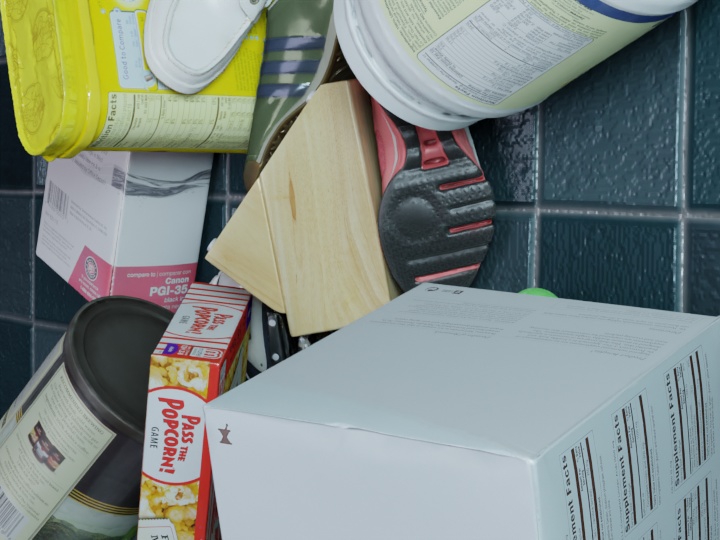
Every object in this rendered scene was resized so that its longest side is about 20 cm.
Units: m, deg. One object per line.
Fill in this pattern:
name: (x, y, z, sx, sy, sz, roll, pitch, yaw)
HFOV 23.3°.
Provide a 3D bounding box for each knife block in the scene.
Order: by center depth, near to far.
knife block: (0.000, 0.000, 1.125, 0.175, 0.064, 0.200, 35, 102, 3)

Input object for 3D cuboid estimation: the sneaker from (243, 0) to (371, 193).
sneaker: (-0.036, -0.145, 1.210, 0.090, 0.067, 0.200, 54, 128, 41)

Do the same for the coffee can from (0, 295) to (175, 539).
coffee can: (-0.210, 0.138, 1.373, 0.200, 0.146, 0.146, -49, 52, 31)

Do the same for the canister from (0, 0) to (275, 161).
canister: (-0.142, -0.153, 1.244, 0.087, 0.200, 0.149, -27, 69, 53)

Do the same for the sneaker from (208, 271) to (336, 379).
sneaker: (-0.035, 0.018, 1.207, 0.199, 0.079, 0.130, -52, 58, 34)

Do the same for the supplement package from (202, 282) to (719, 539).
supplement package: (0.062, 0.111, 0.887, 0.191, 0.200, 0.147, 6, 111, 36)

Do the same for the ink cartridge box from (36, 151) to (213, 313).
ink cartridge box: (-0.189, -0.081, 1.420, 0.146, 0.083, 0.200, 35, 120, 50)

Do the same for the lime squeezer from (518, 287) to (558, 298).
lime squeezer: (0.111, 0.043, 0.999, 0.200, 0.071, 0.038, 23, 125, 28)

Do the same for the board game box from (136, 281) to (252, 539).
board game box: (-0.111, 0.126, 1.148, 0.152, 0.046, 0.200, -75, -8, -72)

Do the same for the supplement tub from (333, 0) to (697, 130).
supplement tub: (0.088, -0.170, 0.953, 0.200, 0.145, 0.145, -31, 66, 52)

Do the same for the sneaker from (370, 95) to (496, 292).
sneaker: (0.045, -0.080, 1.106, 0.087, 0.074, 0.200, -69, -28, -76)

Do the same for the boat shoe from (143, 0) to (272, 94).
boat shoe: (-0.086, -0.213, 1.203, 0.069, 0.071, 0.200, -22, 39, 56)
